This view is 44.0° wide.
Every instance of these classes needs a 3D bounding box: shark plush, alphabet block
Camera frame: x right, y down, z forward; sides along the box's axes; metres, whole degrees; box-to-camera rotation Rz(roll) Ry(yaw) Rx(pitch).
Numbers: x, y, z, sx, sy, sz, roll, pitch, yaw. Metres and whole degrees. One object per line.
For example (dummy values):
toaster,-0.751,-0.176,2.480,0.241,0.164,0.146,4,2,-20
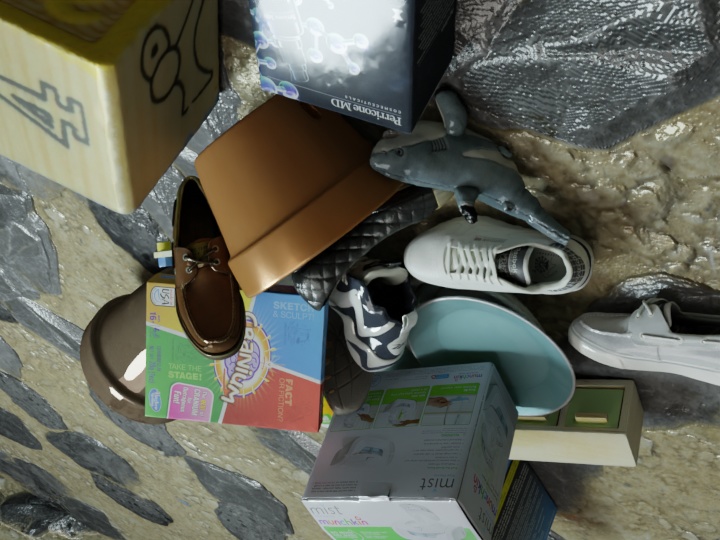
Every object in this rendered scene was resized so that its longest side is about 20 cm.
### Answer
shark plush,0.104,-0.075,0.841,0.199,0.084,0.091,38,143,-11
alphabet block,-0.258,-0.213,0.849,0.193,0.197,0.202,23,145,7

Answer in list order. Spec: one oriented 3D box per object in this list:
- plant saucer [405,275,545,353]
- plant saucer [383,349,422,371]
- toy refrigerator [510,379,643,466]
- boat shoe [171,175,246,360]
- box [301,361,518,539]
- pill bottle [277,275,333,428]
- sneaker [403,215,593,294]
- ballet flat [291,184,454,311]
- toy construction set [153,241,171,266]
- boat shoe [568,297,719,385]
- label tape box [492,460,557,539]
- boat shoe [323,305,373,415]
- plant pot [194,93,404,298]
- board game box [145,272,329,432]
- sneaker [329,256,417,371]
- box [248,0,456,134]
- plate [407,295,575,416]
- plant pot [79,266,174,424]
plant saucer,0.130,0.061,1.025,0.196,0.051,0.202,21,145,16
plant saucer,0.080,0.188,1.151,0.196,0.039,0.204,-1,127,-1
toy refrigerator,0.227,0.176,1.057,0.196,0.077,0.071,-3,135,31
boat shoe,-0.165,-0.006,0.918,0.070,0.203,0.069,-14,147,-9
box,0.058,0.205,0.994,0.196,0.179,0.097,-10,131,32
pill bottle,-0.065,0.104,1.174,0.109,0.112,0.201,-2,134,39
sneaker,0.129,-0.013,0.886,0.196,0.080,0.078,1,100,26
ballet flat,0.016,-0.033,0.914,0.198,0.067,0.057,-33,97,10
toy construction set,-0.170,-0.008,1.084,0.199,0.128,0.094,-150,57,-62
boat shoe,0.304,0.062,0.886,0.197,0.072,0.070,14,122,34
label tape box,0.193,0.336,1.244,0.062,0.145,0.201,-2,134,41
boat shoe,-0.025,0.079,1.063,0.073,0.204,0.074,-4,152,-6
plant pot,-0.072,-0.089,0.881,0.141,0.200,0.199,54,142,-7
board game box,-0.135,0.090,0.976,0.195,0.040,0.157,4,102,4
sneaker,0.000,0.000,0.984,0.202,0.078,0.130,64,146,19
box,-0.005,-0.234,0.705,0.146,0.108,0.202,18,145,16
plate,0.144,0.091,0.986,0.196,0.026,0.202,21,145,15
plant pot,-0.281,0.090,1.276,0.199,0.202,0.175,36,129,-10
